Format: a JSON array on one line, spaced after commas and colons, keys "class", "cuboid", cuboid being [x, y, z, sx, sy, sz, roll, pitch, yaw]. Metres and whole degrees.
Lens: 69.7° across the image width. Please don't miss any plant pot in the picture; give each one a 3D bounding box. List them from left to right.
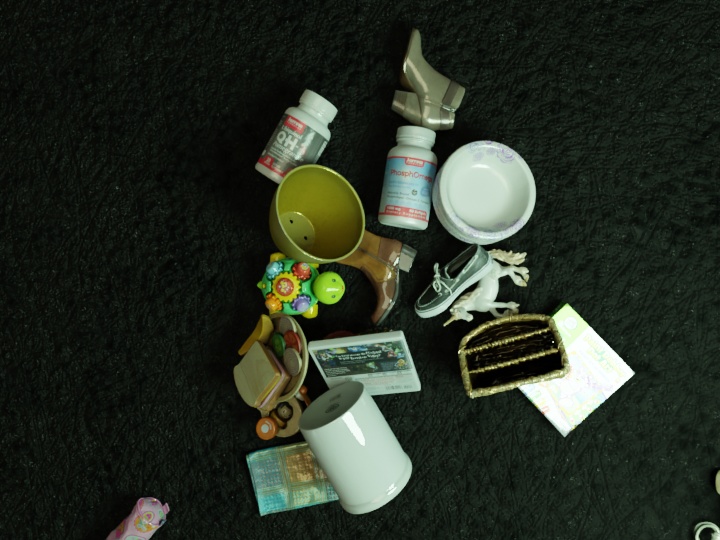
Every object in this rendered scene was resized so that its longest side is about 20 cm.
[{"class": "plant pot", "cuboid": [-0.111, -0.098, 1.074, 0.198, 0.142, 0.202, 10, 70, -31]}]

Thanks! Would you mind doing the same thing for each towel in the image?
[{"class": "towel", "cuboid": [-0.153, 0.467, 1.174, 0.198, 0.022, 0.148, -13, 90, 7]}]

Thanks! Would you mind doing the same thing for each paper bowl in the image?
[{"class": "paper bowl", "cuboid": [0.246, -0.154, 1.061, 0.198, 0.104, 0.203, 1, 84, -5]}]

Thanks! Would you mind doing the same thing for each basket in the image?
[{"class": "basket", "cuboid": [0.294, 0.158, 1.014, 0.198, 0.149, 0.144, -17, 73, 17]}]

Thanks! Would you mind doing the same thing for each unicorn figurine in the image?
[{"class": "unicorn figurine", "cuboid": [0.273, 0.049, 1.097, 0.136, 0.074, 0.202, 17, 79, 16]}]

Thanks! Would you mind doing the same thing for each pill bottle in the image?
[{"class": "pill bottle", "cuboid": [-0.133, -0.278, 1.113, 0.110, 0.111, 0.201, 31, 95, 5]}, {"class": "pill bottle", "cuboid": [0.103, -0.192, 1.087, 0.107, 0.109, 0.202, 9, 92, 7]}]

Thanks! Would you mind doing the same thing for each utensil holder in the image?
[{"class": "utensil holder", "cuboid": [-0.013, 0.357, 1.059, 0.169, 0.170, 0.201, -28, 102, 7]}]

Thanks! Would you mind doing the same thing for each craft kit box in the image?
[{"class": "craft kit box", "cuboid": [0.428, 0.206, 1.089, 0.198, 0.049, 0.200, -45, 86, 3]}]

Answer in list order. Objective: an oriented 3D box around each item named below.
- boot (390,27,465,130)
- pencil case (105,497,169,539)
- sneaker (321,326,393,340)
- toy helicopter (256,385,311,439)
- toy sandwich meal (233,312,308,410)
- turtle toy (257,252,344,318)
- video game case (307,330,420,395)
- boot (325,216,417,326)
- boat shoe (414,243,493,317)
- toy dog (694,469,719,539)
[{"class": "boot", "cuboid": [0.153, -0.400, 1.105, 0.145, 0.070, 0.202, 14, 94, 0]}, {"class": "pencil case", "cuboid": [-0.532, 0.618, 1.193, 0.087, 0.087, 0.200, 41, 94, 5]}, {"class": "sneaker", "cuboid": [-0.012, 0.182, 1.122, 0.198, 0.078, 0.083, -7, 124, 22]}, {"class": "toy helicopter", "cuboid": [-0.178, 0.266, 1.150, 0.131, 0.079, 0.202, -24, 76, 13]}, {"class": "toy sandwich meal", "cuboid": [-0.191, 0.186, 1.083, 0.204, 0.070, 0.208, -6, 81, 42]}, {"class": "turtle toy", "cuboid": [-0.131, 0.034, 1.123, 0.197, 0.101, 0.148, 1, 91, 7]}, {"class": "video game case", "cuboid": [0.012, 0.201, 1.081, 0.198, 0.023, 0.183, -8, 132, 15]}, {"class": "boot", "cuboid": [0.000, 0.000, 1.126, 0.198, 0.068, 0.190, 23, 98, 9]}, {"class": "boat shoe", "cuboid": [0.181, 0.021, 1.077, 0.199, 0.074, 0.068, -37, 129, 23]}, {"class": "toy dog", "cuboid": [0.773, 0.492, 1.027, 0.095, 0.132, 0.202, 11, 98, -32]}]
